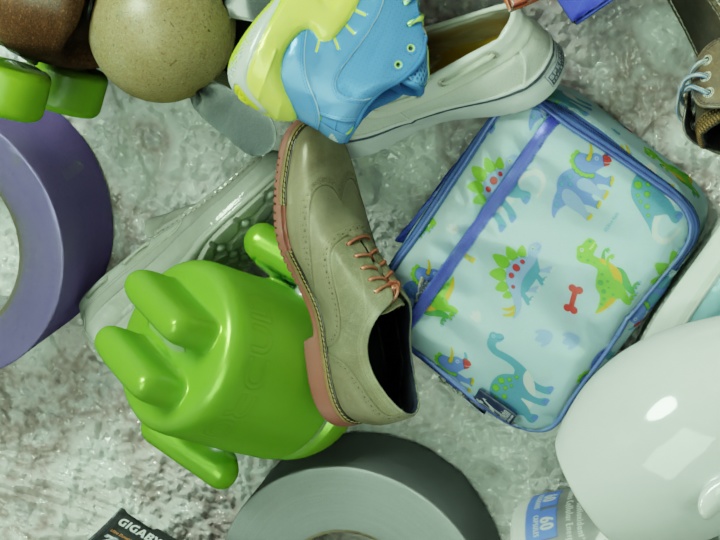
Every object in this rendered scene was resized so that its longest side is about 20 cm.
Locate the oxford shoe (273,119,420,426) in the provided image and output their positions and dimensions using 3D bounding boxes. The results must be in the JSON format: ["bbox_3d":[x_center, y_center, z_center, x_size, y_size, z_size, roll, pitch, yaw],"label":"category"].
[{"bbox_3d":[0.000,0.000,1.000,0.074,0.070,0.201,-2,105,45],"label":"oxford shoe"}]

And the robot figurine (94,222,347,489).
[{"bbox_3d":[-0.077,0.062,1.057,0.116,0.199,0.176,38,104,44],"label":"robot figurine"}]

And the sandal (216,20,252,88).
[{"bbox_3d":[-0.029,-0.173,1.027,0.201,0.057,0.080,-47,54,13],"label":"sandal"}]

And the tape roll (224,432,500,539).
[{"bbox_3d":[0.002,0.220,1.142,0.199,0.066,0.202,5,109,15],"label":"tape roll"}]

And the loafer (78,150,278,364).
[{"bbox_3d":[-0.122,-0.017,1.103,0.200,0.070,0.070,-42,62,12],"label":"loafer"}]

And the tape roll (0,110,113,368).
[{"bbox_3d":[-0.284,-0.031,1.139,0.198,0.085,0.201,5,108,15],"label":"tape roll"}]

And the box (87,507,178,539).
[{"bbox_3d":[-0.103,0.291,1.142,0.198,0.050,0.201,25,135,29],"label":"box"}]

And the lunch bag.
[{"bbox_3d":[0.111,-0.009,1.028,0.161,0.082,0.200,39,113,7],"label":"lunch bag"}]

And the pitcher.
[{"bbox_3d":[0.217,0.091,0.915,0.200,0.172,0.121,-35,112,18],"label":"pitcher"}]

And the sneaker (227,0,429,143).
[{"bbox_3d":[0.013,-0.161,0.939,0.105,0.076,0.201,35,86,-3],"label":"sneaker"}]

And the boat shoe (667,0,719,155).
[{"bbox_3d":[0.224,-0.103,0.926,0.072,0.072,0.201,-24,66,-11],"label":"boat shoe"}]

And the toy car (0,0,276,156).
[{"bbox_3d":[-0.126,-0.157,1.004,0.199,0.158,0.165,21,103,14],"label":"toy car"}]

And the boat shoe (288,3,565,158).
[{"bbox_3d":[0.026,-0.124,0.995,0.199,0.071,0.070,-7,144,37],"label":"boat shoe"}]

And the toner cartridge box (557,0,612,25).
[{"bbox_3d":[0.116,-0.260,0.965,0.095,0.043,0.201,-32,96,22],"label":"toner cartridge box"}]

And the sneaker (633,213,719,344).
[{"bbox_3d":[0.240,0.017,1.000,0.082,0.074,0.201,35,115,7],"label":"sneaker"}]

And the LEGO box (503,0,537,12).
[{"bbox_3d":[0.119,-0.270,0.895,0.148,0.077,0.201,-19,101,20],"label":"LEGO box"}]

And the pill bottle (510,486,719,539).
[{"bbox_3d":[0.208,0.182,1.040,0.199,0.114,0.114,-18,101,21],"label":"pill bottle"}]
